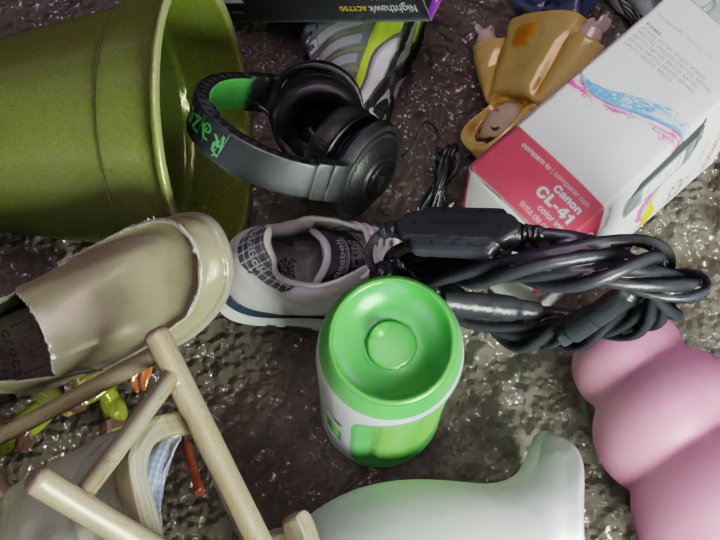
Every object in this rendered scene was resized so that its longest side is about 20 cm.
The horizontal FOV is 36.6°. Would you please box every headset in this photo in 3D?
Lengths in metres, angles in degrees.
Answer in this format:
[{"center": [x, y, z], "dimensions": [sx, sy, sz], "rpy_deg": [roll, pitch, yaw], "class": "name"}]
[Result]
[{"center": [-0.019, -0.074, 0.710], "dimensions": [0.198, 0.095, 0.124], "rpy_deg": [1, 34, -31], "class": "headset"}]

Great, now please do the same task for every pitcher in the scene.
[{"center": [0.057, 0.210, 0.679], "dimensions": [0.198, 0.121, 0.173], "rpy_deg": [-14, 80, -18], "class": "pitcher"}]

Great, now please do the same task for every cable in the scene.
[{"center": [0.109, 0.016, 0.654], "dimensions": [0.198, 0.163, 0.051], "rpy_deg": [2, 65, 26], "class": "cable"}]

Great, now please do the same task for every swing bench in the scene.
[{"center": [-0.141, 0.173, 0.615], "dimensions": [0.201, 0.198, 0.130], "rpy_deg": [53, 35, -15], "class": "swing bench"}]

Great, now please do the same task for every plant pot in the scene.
[{"center": [-0.191, -0.094, 0.748], "dimensions": [0.188, 0.200, 0.202], "rpy_deg": [-3, 71, 11], "class": "plant pot"}]

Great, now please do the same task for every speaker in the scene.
[{"center": [0.015, 0.069, 0.674], "dimensions": [0.087, 0.200, 0.089], "rpy_deg": [0, 71, -1], "class": "speaker"}]

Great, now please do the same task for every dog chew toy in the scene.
[{"center": [0.210, 0.110, 0.712], "dimensions": [0.124, 0.125, 0.201], "rpy_deg": [-28, 66, -10], "class": "dog chew toy"}]

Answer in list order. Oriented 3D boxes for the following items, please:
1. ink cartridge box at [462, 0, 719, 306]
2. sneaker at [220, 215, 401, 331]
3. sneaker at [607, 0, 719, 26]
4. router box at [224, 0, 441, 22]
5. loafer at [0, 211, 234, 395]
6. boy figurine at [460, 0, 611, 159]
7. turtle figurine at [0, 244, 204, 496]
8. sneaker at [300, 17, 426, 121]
[{"center": [0.166, -0.073, 0.751], "dimensions": [0.199, 0.148, 0.086], "rpy_deg": [-39, 72, -12], "class": "ink cartridge box"}, {"center": [0.000, 0.000, 0.730], "dimensions": [0.198, 0.080, 0.077], "rpy_deg": [-3, 69, -34], "class": "sneaker"}, {"center": [0.239, -0.232, 0.824], "dimensions": [0.075, 0.115, 0.200], "rpy_deg": [-37, 76, -12], "class": "sneaker"}, {"center": [-0.049, -0.246, 0.763], "dimensions": [0.198, 0.150, 0.051], "rpy_deg": [8, 57, 33], "class": "router box"}, {"center": [-0.163, 0.029, 0.649], "dimensions": [0.199, 0.068, 0.076], "rpy_deg": [-29, 86, 21], "class": "loafer"}, {"center": [0.126, -0.164, 0.811], "dimensions": [0.124, 0.064, 0.202], "rpy_deg": [18, 85, 48], "class": "boy figurine"}, {"center": [-0.199, 0.086, 0.735], "dimensions": [0.160, 0.064, 0.201], "rpy_deg": [-26, 74, -9], "class": "turtle figurine"}, {"center": [-0.014, -0.145, 0.822], "dimensions": [0.080, 0.074, 0.201], "rpy_deg": [17, 67, 17], "class": "sneaker"}]
